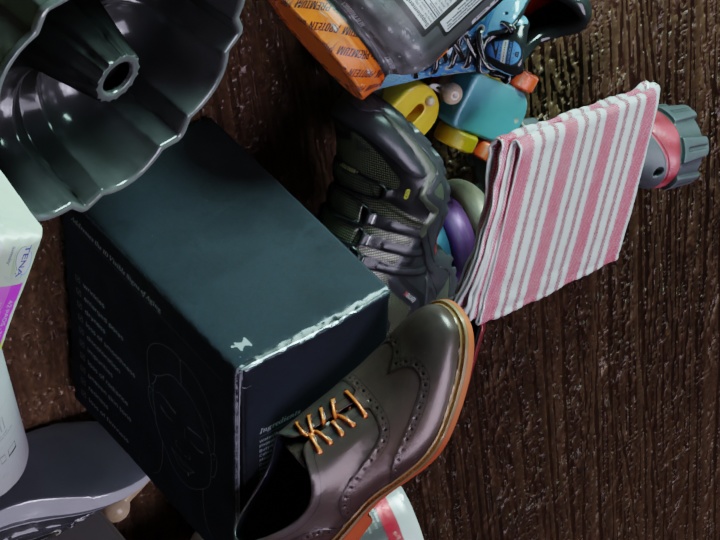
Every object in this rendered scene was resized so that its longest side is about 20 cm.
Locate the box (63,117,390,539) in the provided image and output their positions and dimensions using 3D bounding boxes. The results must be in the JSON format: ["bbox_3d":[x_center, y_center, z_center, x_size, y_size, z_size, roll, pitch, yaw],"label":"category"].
[{"bbox_3d":[-0.088,0.048,1.586,0.124,0.200,0.197,-28,143,-25],"label":"box"}]

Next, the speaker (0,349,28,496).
[{"bbox_3d":[-0.259,0.058,1.525,0.081,0.081,0.200,-30,143,-20],"label":"speaker"}]

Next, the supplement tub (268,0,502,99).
[{"bbox_3d":[0.042,-0.207,1.527,0.200,0.123,0.123,-42,146,-3],"label":"supplement tub"}]

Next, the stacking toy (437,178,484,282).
[{"bbox_3d":[0.000,0.000,1.742,0.199,0.085,0.086,-18,138,-27],"label":"stacking toy"}]

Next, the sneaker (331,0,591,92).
[{"bbox_3d":[0.069,-0.162,1.628,0.200,0.090,0.079,-26,141,-24],"label":"sneaker"}]

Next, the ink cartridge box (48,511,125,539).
[{"bbox_3d":[-0.224,0.285,1.794,0.146,0.083,0.200,-28,142,-23],"label":"ink cartridge box"}]

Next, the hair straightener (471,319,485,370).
[{"bbox_3d":[0.069,0.026,1.867,0.077,0.041,0.200,-11,133,-40],"label":"hair straightener"}]

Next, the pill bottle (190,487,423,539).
[{"bbox_3d":[-0.059,0.223,1.822,0.199,0.111,0.111,-22,140,-16],"label":"pill bottle"}]

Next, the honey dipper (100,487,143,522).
[{"bbox_3d":[-0.115,0.107,1.765,0.200,0.038,0.038,-48,146,7],"label":"honey dipper"}]

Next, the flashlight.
[{"bbox_3d":[0.170,-0.081,1.839,0.200,0.068,0.068,-14,138,-39],"label":"flashlight"}]

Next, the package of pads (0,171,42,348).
[{"bbox_3d":[-0.257,-0.014,1.347,0.068,0.200,0.155,0,127,-37],"label":"package of pads"}]

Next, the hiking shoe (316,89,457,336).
[{"bbox_3d":[0.004,-0.024,1.603,0.101,0.076,0.200,-37,134,-24],"label":"hiking shoe"}]

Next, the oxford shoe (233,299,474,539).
[{"bbox_3d":[-0.003,0.100,1.492,0.072,0.071,0.200,15,113,-49],"label":"oxford shoe"}]

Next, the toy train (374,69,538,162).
[{"bbox_3d":[0.037,-0.075,1.697,0.200,0.056,0.151,-27,130,-28],"label":"toy train"}]

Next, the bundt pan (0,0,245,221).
[{"bbox_3d":[-0.163,-0.130,1.415,0.202,0.076,0.202,-39,154,-23],"label":"bundt pan"}]

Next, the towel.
[{"bbox_3d":[0.140,-0.052,1.748,0.200,0.030,0.147,-23,134,-49],"label":"towel"}]

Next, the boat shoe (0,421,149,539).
[{"bbox_3d":[-0.233,0.162,1.674,0.199,0.070,0.066,-20,146,-31],"label":"boat shoe"}]
